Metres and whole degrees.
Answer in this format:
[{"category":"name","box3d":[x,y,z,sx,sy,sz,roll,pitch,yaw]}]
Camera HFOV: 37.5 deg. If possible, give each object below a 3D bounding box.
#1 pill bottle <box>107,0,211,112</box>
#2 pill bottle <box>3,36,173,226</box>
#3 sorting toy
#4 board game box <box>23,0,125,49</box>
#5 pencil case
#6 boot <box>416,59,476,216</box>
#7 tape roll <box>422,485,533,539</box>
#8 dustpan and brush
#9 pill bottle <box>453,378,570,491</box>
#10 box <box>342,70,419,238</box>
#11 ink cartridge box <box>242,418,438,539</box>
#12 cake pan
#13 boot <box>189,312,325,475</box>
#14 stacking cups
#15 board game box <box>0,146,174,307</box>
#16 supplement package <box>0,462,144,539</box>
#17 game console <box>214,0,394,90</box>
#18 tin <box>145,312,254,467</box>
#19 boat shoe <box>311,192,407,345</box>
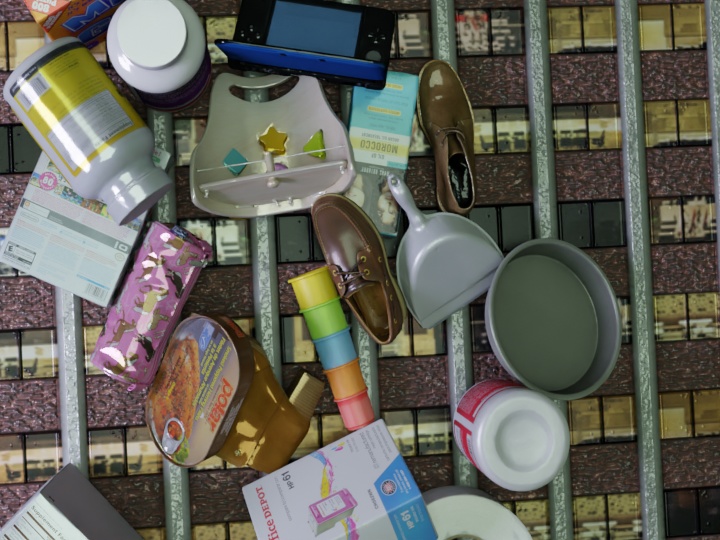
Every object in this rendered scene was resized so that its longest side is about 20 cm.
[{"category":"pill bottle","box3d":[-0.232,-0.255,1.234,0.110,0.200,0.115,0,89,-6]},{"category":"pill bottle","box3d":[-0.305,-0.155,1.208,0.111,0.112,0.201,-38,92,-5]},{"category":"sorting toy","box3d":[-0.110,-0.169,1.301,0.196,0.107,0.184,-9,75,2]},{"category":"board game box","box3d":[-0.324,-0.400,1.229,0.198,0.200,0.202,-33,92,-5]},{"category":"pencil case","box3d":[-0.254,0.042,1.286,0.082,0.086,0.203,26,87,-26]},{"category":"boot","box3d":[0.116,-0.170,1.330,0.072,0.075,0.204,-10,89,-4]},{"category":"tape roll","box3d":[0.122,0.376,1.321,0.198,0.071,0.207,0,89,-6]},{"category":"dustpan and brush","box3d":[0.087,-0.038,1.309,0.138,0.057,0.201,-34,130,1]},{"category":"pill bottle","box3d":[0.171,0.189,1.264,0.110,0.200,0.115,0,90,-5]},{"category":"box","box3d":[0.019,-0.147,1.332,0.081,0.049,0.204,8,88,-5]},{"category":"ink cartridge box","box3d":[-0.028,0.290,1.264,0.197,0.145,0.086,-26,126,-5]},{"category":"cake pan","box3d":[0.237,0.062,1.323,0.197,0.037,0.204,7,74,-23]},{"category":"boot","box3d":[-0.153,0.156,1.300,0.199,0.071,0.146,31,87,-7]},{"category":"stacking cups","box3d":[-0.035,0.099,1.320,0.059,0.060,0.204,-16,93,-5]},{"category":"board game box","box3d":[-0.332,-0.077,1.290,0.145,0.064,0.203,24,87,-4]},{"category":"supplement package","box3d":[-0.370,0.358,1.213,0.200,0.191,0.147,-45,94,-4]},{"category":"game console","box3d":[-0.059,-0.287,1.257,0.196,0.119,0.173,9,62,1]},{"category":"tin","box3d":[-0.191,0.143,1.263,0.112,0.042,0.202,41,118,27]},{"category":"boat shoe","box3d":[0.000,0.001,1.286,0.071,0.068,0.202,-21,111,16]}]
